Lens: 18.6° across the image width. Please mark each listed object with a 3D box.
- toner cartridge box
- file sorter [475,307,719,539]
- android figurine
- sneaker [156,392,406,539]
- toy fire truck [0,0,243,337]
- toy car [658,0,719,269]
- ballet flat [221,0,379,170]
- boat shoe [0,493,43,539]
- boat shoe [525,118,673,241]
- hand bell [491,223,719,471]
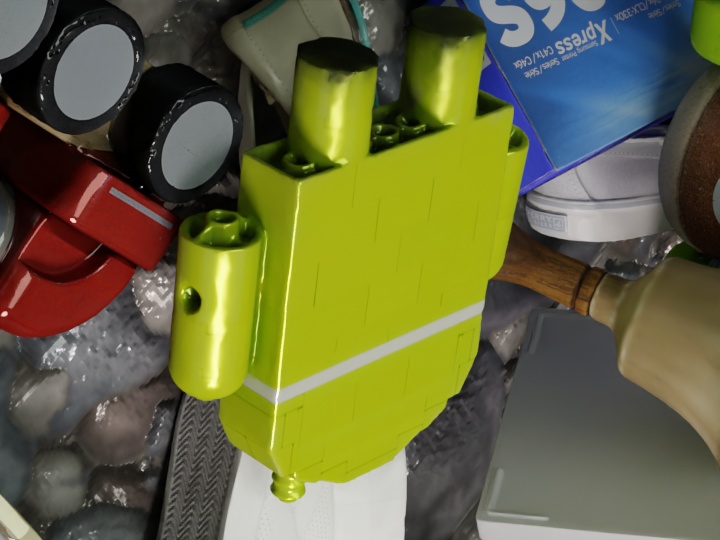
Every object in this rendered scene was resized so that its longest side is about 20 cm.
[{"bbox_3d":[0.124,-0.114,1.007,0.199,0.043,0.095,-28,88,-34],"label":"toner cartridge box"},{"bbox_3d":[0.168,0.114,1.010,0.139,0.199,0.125,-69,157,-47],"label":"file sorter"},{"bbox_3d":[0.000,0.000,0.851,0.182,0.041,0.201,-24,132,-42],"label":"android figurine"},{"bbox_3d":[-0.035,0.145,0.944,0.115,0.073,0.201,13,92,-41],"label":"sneaker"},{"bbox_3d":[-0.147,-0.011,0.753,0.201,0.128,0.176,-57,145,-1],"label":"toy fire truck"},{"bbox_3d":[0.246,-0.034,0.953,0.157,0.199,0.165,-22,127,-38],"label":"toy car"},{"bbox_3d":[-0.014,-0.025,0.929,0.069,0.069,0.201,-33,121,-31],"label":"ballet flat"},{"bbox_3d":[-0.145,0.130,0.835,0.068,0.075,0.200,-42,119,-14],"label":"boat shoe"},{"bbox_3d":[0.160,-0.066,1.073,0.199,0.072,0.069,-12,112,-30],"label":"boat shoe"},{"bbox_3d":[0.093,0.005,0.943,0.104,0.199,0.104,-54,159,-31],"label":"hand bell"}]
